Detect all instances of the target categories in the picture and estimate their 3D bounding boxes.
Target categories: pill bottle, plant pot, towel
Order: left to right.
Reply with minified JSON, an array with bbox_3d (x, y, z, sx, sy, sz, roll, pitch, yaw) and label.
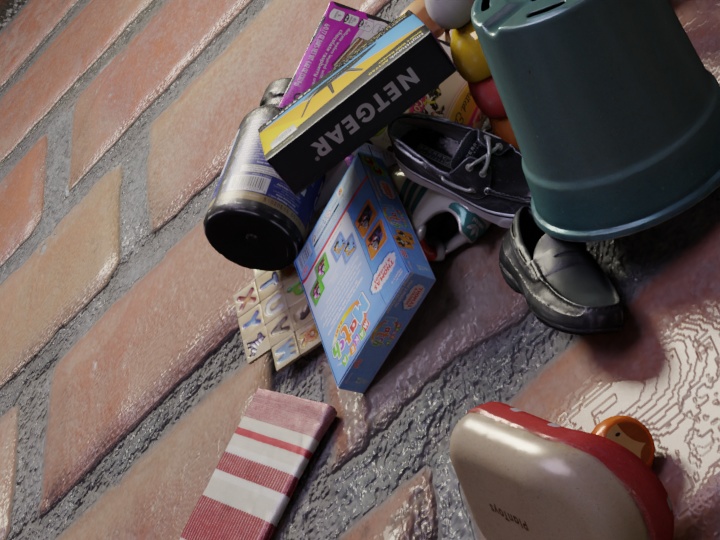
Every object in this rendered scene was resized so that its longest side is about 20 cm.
[{"bbox_3d":[-0.107,0.217,1.677,0.144,0.023,0.201,7,66,57],"label":"towel"},{"bbox_3d":[-0.093,-0.109,1.823,0.111,0.112,0.201,-22,40,45],"label":"pill bottle"},{"bbox_3d":[0.196,-0.162,1.388,0.199,0.197,0.201,-24,28,14],"label":"plant pot"}]

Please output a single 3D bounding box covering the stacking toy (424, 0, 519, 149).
[{"bbox_3d":[0.134,-0.208,1.595,0.146,0.200,0.147,-37,32,28],"label":"stacking toy"}]

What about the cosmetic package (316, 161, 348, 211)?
[{"bbox_3d":[-0.045,-0.081,1.893,0.201,0.051,0.082,-55,28,-2],"label":"cosmetic package"}]

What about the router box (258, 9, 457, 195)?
[{"bbox_3d":[-0.006,-0.168,1.635,0.199,0.051,0.149,-38,17,4],"label":"router box"}]

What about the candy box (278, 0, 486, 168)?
[{"bbox_3d":[0.032,-0.184,1.746,0.199,0.061,0.137,22,76,16],"label":"candy box"}]

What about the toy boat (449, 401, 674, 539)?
[{"bbox_3d":[0.166,0.154,1.242,0.130,0.131,0.200,-30,20,-21],"label":"toy boat"}]

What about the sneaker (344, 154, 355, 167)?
[{"bbox_3d":[0.048,-0.172,1.813,0.201,0.088,0.080,-57,26,-10],"label":"sneaker"}]

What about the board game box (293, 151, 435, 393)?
[{"bbox_3d":[0.000,0.000,1.668,0.152,0.036,0.201,-58,31,28],"label":"board game box"}]

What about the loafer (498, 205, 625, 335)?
[{"bbox_3d":[0.170,0.000,1.426,0.201,0.067,0.071,-130,39,-64],"label":"loafer"}]

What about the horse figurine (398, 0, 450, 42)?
[{"bbox_3d":[0.059,-0.251,1.861,0.200,0.050,0.132,-45,-16,10],"label":"horse figurine"}]

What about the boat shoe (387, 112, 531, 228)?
[{"bbox_3d":[0.111,-0.101,1.566,0.199,0.068,0.072,27,73,31],"label":"boat shoe"}]

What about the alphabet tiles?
[{"bbox_3d":[-0.054,0.012,1.789,0.199,0.006,0.167,-34,45,20],"label":"alphabet tiles"}]

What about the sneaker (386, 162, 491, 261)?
[{"bbox_3d":[0.063,-0.055,1.669,0.199,0.070,0.094,-6,47,51],"label":"sneaker"}]
